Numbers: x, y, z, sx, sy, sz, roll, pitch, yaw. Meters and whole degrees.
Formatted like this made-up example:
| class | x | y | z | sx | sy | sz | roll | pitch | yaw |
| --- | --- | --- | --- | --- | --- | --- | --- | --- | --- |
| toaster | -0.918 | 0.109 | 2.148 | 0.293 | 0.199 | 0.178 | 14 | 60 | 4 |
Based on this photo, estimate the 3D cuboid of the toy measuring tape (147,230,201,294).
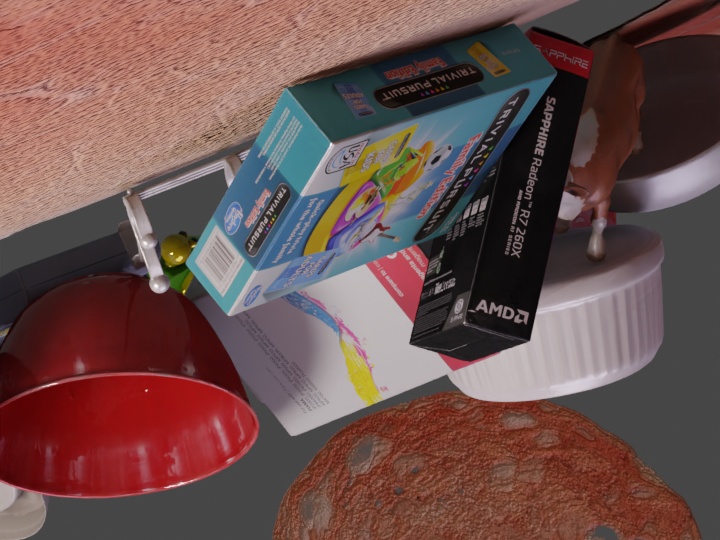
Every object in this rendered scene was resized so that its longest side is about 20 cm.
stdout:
| class | x | y | z | sx | sy | sz | roll | pitch | yaw |
| --- | --- | --- | --- | --- | --- | --- | --- | --- | --- |
| toy measuring tape | -0.137 | 0.028 | 1.796 | 0.073 | 0.074 | 0.200 | -22 | 145 | -10 |

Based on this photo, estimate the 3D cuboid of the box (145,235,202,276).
| class | x | y | z | sx | sy | sz | roll | pitch | yaw |
| --- | --- | --- | --- | --- | --- | --- | --- | --- | --- |
| box | -0.147 | 0.039 | 1.971 | 0.200 | 0.118 | 0.197 | -25 | 177 | 31 |

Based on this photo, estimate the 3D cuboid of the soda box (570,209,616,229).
| class | x | y | z | sx | sy | sz | roll | pitch | yaw |
| --- | --- | --- | --- | --- | --- | --- | --- | --- | --- |
| soda box | 0.119 | -0.061 | 1.770 | 0.200 | 0.070 | 0.063 | 11 | 159 | -31 |

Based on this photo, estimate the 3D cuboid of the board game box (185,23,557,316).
| class | x | y | z | sx | sy | sz | roll | pitch | yaw |
| --- | --- | --- | --- | --- | --- | --- | --- | --- | --- |
| board game box | 0.008 | -0.061 | 1.259 | 0.200 | 0.047 | 0.151 | -21 | 154 | -43 |

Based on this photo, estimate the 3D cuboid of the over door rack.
| class | x | y | z | sx | sy | sz | roll | pitch | yaw |
| --- | --- | --- | --- | --- | --- | --- | --- | --- | --- |
| over door rack | -0.080 | -0.038 | 1.390 | 0.148 | 0.067 | 0.200 | -22 | 178 | -8 |

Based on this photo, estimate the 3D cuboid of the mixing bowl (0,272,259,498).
| class | x | y | z | sx | sy | sz | roll | pitch | yaw |
| --- | --- | --- | --- | --- | --- | --- | --- | --- | --- |
| mixing bowl | -0.175 | 0.071 | 1.477 | 0.200 | 0.109 | 0.200 | -7 | 151 | -4 |

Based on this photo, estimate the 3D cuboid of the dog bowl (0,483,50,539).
| class | x | y | z | sx | sy | sz | roll | pitch | yaw |
| --- | --- | --- | --- | --- | --- | --- | --- | --- | --- |
| dog bowl | -0.326 | 0.132 | 1.655 | 0.200 | 0.200 | 0.059 | -25 | -146 | 47 |

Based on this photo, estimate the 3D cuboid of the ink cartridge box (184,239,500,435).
| class | x | y | z | sx | sy | sz | roll | pitch | yaw |
| --- | --- | --- | --- | --- | --- | --- | --- | --- | --- |
| ink cartridge box | 0.000 | 0.000 | 1.543 | 0.200 | 0.145 | 0.145 | -25 | -154 | 32 |

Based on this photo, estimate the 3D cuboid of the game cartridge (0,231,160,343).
| class | x | y | z | sx | sy | sz | roll | pitch | yaw |
| --- | --- | --- | --- | --- | --- | --- | --- | --- | --- |
| game cartridge | -0.244 | 0.021 | 1.594 | 0.133 | 0.041 | 0.200 | -17 | 175 | -29 |

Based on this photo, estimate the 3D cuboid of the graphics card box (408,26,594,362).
| class | x | y | z | sx | sy | sz | roll | pitch | yaw |
| --- | --- | --- | --- | --- | --- | --- | --- | --- | --- |
| graphics card box | 0.091 | -0.046 | 1.381 | 0.051 | 0.200 | 0.125 | 18 | 167 | -13 |

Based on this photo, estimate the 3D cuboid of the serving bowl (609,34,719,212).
| class | x | y | z | sx | sy | sz | roll | pitch | yaw |
| --- | --- | --- | --- | --- | --- | --- | --- | --- | --- |
| serving bowl | 0.246 | -0.110 | 1.733 | 0.200 | 0.066 | 0.200 | -19 | -147 | 13 |

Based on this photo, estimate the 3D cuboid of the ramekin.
| class | x | y | z | sx | sy | sz | roll | pitch | yaw |
| --- | --- | --- | --- | --- | --- | --- | --- | --- | --- |
| ramekin | 0.147 | 0.034 | 1.667 | 0.202 | 0.094 | 0.202 | -12 | -168 | 3 |

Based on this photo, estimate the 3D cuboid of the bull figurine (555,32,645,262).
| class | x | y | z | sx | sy | sz | roll | pitch | yaw |
| --- | --- | --- | --- | --- | --- | --- | --- | --- | --- |
| bull figurine | 0.168 | -0.086 | 1.579 | 0.065 | 0.122 | 0.200 | 16 | -128 | 19 |
